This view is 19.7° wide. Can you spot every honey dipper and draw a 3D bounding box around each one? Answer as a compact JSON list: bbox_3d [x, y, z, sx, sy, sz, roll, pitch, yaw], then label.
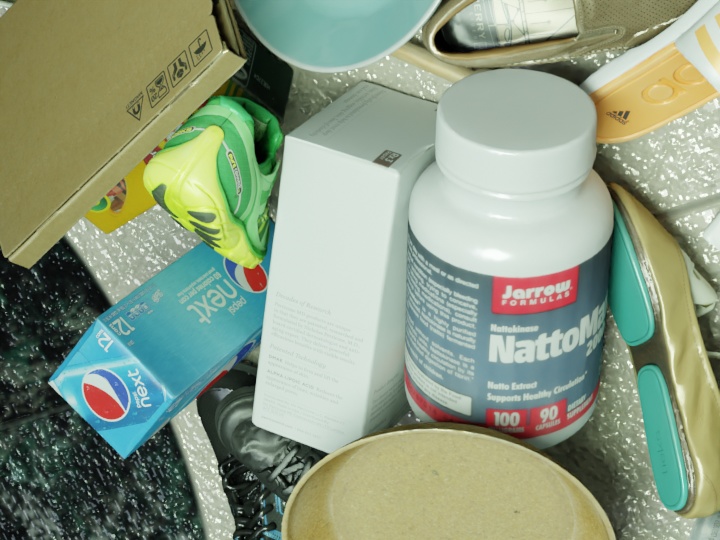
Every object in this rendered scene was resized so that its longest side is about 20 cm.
[{"bbox_3d":[-0.003,-0.146,1.254,0.199,0.038,0.038,25,121,11],"label":"honey dipper"}]

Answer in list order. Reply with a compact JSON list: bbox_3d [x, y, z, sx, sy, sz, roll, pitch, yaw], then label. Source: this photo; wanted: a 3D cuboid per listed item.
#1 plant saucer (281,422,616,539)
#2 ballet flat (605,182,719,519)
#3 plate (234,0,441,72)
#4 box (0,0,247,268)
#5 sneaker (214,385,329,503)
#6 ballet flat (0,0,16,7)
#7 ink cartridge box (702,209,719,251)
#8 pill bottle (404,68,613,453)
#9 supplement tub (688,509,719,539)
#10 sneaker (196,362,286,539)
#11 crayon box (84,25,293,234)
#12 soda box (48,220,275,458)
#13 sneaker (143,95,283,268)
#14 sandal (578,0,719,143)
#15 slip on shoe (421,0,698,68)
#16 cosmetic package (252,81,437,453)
[{"bbox_3d":[0.053,0.153,1.224,0.198,0.036,0.202,5,132,5],"label":"plant saucer"},{"bbox_3d":[0.186,0.043,1.217,0.069,0.062,0.202,161,96,-73],"label":"ballet flat"},{"bbox_3d":[-0.006,-0.214,1.196,0.199,0.025,0.203,0,90,42],"label":"plate"},{"bbox_3d":[-0.155,-0.123,1.204,0.200,0.021,0.165,-40,51,28],"label":"box"},{"bbox_3d":[-0.007,0.155,1.316,0.199,0.104,0.060,36,108,-20],"label":"sneaker"},{"bbox_3d":[-0.196,-0.185,1.315,0.198,0.069,0.070,10,116,23],"label":"ballet flat"},{"bbox_3d":[0.283,-0.050,1.086,0.125,0.128,0.201,41,123,6],"label":"ink cartridge box"},{"bbox_3d":[0.085,-0.006,1.195,0.119,0.120,0.202,15,128,21],"label":"pill bottle"},{"bbox_3d":[0.291,0.202,1.195,0.198,0.122,0.124,4,113,25],"label":"supplement tub"},{"bbox_3d":[-0.056,0.155,1.380,0.073,0.082,0.201,-25,97,36],"label":"sneaker"},{"bbox_3d":[-0.156,-0.101,1.310,0.199,0.051,0.127,-29,126,34],"label":"crayon box"},{"bbox_3d":[-0.104,0.034,1.280,0.068,0.200,0.064,44,124,4],"label":"soda box"},{"bbox_3d":[-0.074,-0.054,1.225,0.074,0.200,0.084,35,86,4],"label":"sneaker"},{"bbox_3d":[0.200,-0.105,1.132,0.079,0.060,0.206,21,141,-34],"label":"sandal"},{"bbox_3d":[0.128,-0.155,1.145,0.198,0.061,0.077,-9,107,16],"label":"slip on shoe"},{"bbox_3d":[0.000,0.000,1.267,0.080,0.113,0.202,17,116,20],"label":"cosmetic package"}]
